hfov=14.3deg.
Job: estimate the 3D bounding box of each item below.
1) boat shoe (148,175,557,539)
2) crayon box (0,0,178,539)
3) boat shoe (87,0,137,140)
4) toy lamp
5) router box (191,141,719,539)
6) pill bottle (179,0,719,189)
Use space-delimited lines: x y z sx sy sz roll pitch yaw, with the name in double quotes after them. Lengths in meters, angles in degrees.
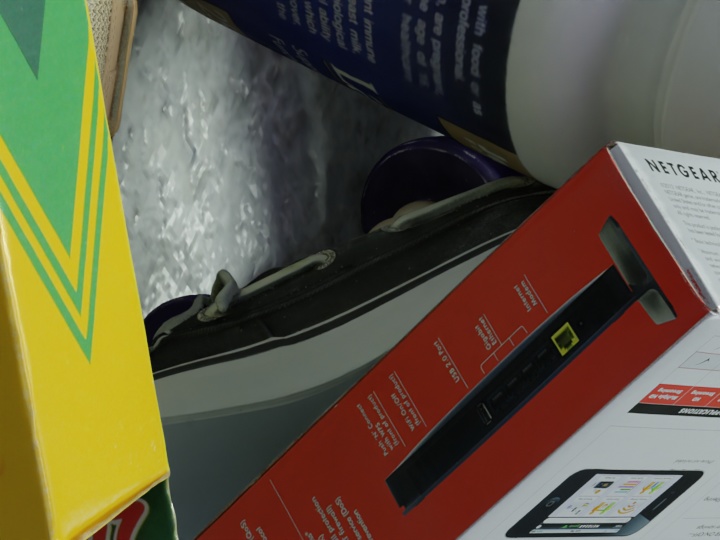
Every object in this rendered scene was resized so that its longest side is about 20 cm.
-0.020 0.030 0.759 0.074 0.199 0.068 60 0 -34 "boat shoe"
-0.113 -0.013 0.598 0.051 0.127 0.200 -36 121 -57 "crayon box"
-0.086 -0.113 0.722 0.065 0.071 0.200 -3 100 -69 "boat shoe"
0.000 0.000 0.894 0.200 0.058 0.058 -32 118 -58 "toy lamp"
0.070 0.050 0.727 0.200 0.179 0.049 6 48 -51 "router box"
0.045 -0.089 0.758 0.116 0.200 0.116 -36 141 -36 "pill bottle"
